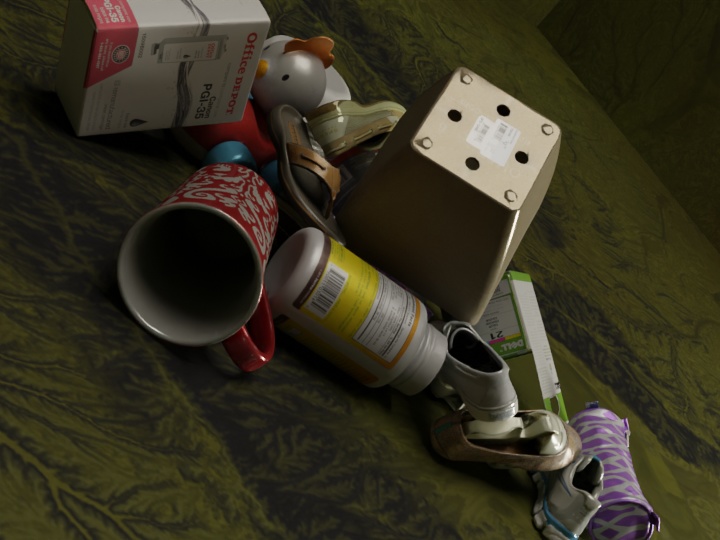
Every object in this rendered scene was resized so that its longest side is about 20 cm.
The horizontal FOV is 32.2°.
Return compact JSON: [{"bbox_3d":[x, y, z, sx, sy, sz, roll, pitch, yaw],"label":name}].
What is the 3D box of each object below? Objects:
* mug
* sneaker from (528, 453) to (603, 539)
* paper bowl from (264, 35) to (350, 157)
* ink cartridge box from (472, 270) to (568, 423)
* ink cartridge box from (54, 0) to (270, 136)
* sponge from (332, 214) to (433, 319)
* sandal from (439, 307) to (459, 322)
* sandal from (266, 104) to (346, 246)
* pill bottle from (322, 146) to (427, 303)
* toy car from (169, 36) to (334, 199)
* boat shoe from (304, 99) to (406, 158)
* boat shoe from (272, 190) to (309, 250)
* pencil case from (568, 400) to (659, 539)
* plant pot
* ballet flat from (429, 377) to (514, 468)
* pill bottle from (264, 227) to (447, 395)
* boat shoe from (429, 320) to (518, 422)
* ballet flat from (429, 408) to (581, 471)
[{"bbox_3d":[-0.145,-0.007,1.203,0.132,0.179,0.200,2,19,3],"label":"mug"},{"bbox_3d":[0.246,0.237,1.453,0.075,0.087,0.200,35,21,-16],"label":"sneaker"},{"bbox_3d":[-0.094,-0.244,1.721,0.200,0.104,0.201,35,24,-18],"label":"paper bowl"},{"bbox_3d":[0.193,0.107,1.570,0.148,0.075,0.202,7,68,-73],"label":"ink cartridge box"},{"bbox_3d":[-0.210,-0.229,1.324,0.199,0.147,0.083,-10,52,-31],"label":"ink cartridge box"},{"bbox_3d":[0.000,0.000,1.461,0.200,0.030,0.112,45,-11,6],"label":"sponge"},{"bbox_3d":[0.119,0.059,1.591,0.200,0.045,0.076,32,40,-65],"label":"sandal"},{"bbox_3d":[-0.051,-0.112,1.374,0.082,0.054,0.201,35,31,-46],"label":"sandal"},{"bbox_3d":[0.026,-0.054,1.561,0.200,0.116,0.116,52,23,20],"label":"pill bottle"},{"bbox_3d":[-0.115,-0.213,1.488,0.176,0.200,0.185,15,35,-51],"label":"toy car"},{"bbox_3d":[0.004,-0.164,1.499,0.200,0.073,0.064,-7,78,-65],"label":"boat shoe"},{"bbox_3d":[-0.060,-0.008,1.387,0.201,0.066,0.072,44,-9,-7],"label":"boat shoe"},{"bbox_3d":[0.303,0.252,1.525,0.085,0.085,0.201,-3,31,3],"label":"pencil case"},{"bbox_3d":[0.109,-0.100,1.378,0.199,0.177,0.200,31,57,2],"label":"plant pot"},{"bbox_3d":[0.122,0.146,1.444,0.201,0.069,0.069,53,23,21],"label":"ballet flat"},{"bbox_3d":[-0.006,0.049,1.317,0.199,0.109,0.110,35,22,-21],"label":"pill bottle"},{"bbox_3d":[0.112,0.092,1.367,0.071,0.069,0.200,-11,25,-9],"label":"boat shoe"},{"bbox_3d":[0.173,0.181,1.366,0.198,0.067,0.069,2,59,-27],"label":"ballet flat"}]
